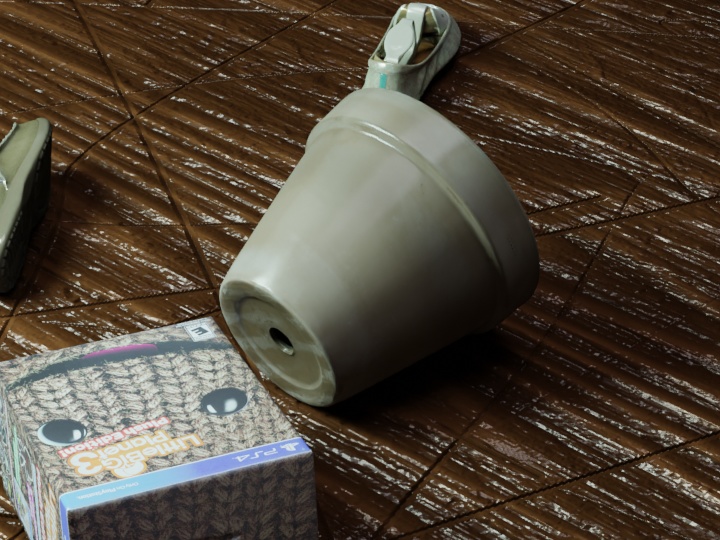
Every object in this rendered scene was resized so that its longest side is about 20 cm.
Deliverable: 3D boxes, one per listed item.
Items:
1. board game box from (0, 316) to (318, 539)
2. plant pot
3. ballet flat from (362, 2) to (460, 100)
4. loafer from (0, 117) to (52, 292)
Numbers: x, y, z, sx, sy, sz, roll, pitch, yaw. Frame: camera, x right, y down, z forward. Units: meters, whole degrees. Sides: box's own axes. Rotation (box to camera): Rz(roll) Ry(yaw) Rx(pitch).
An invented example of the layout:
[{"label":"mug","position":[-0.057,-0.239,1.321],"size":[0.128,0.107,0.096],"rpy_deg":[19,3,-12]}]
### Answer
[{"label":"board game box","position":[-0.135,0.129,1.474],"size":[0.159,0.097,0.200],"rpy_deg":[-13,28,-19]},{"label":"plant pot","position":[0.000,0.000,1.636],"size":[0.199,0.201,0.173],"rpy_deg":[27,57,35]},{"label":"ballet flat","position":[0.050,-0.204,2.045],"size":[0.067,0.063,0.200],"rpy_deg":[7,33,10]},{"label":"loafer","position":[-0.287,-0.060,1.806],"size":[0.067,0.076,0.200],"rpy_deg":[8,33,1]}]
